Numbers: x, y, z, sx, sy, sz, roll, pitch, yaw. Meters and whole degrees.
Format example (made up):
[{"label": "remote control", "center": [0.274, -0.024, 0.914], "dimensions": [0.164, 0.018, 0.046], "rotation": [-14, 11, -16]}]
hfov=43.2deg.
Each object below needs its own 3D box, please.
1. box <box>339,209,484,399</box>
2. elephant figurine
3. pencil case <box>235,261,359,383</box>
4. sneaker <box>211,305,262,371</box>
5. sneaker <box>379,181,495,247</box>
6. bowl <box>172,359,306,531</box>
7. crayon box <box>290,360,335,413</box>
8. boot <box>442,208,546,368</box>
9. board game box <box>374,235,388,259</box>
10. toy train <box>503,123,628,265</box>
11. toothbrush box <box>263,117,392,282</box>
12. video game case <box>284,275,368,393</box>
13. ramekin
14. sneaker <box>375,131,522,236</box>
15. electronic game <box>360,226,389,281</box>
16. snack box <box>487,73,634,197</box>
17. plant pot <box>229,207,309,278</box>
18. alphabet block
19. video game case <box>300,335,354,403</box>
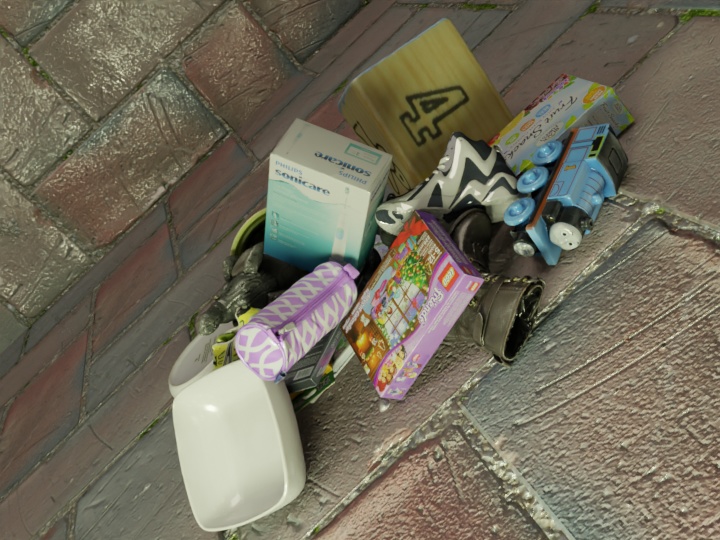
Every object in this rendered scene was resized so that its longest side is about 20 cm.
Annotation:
[{"label": "box", "center": [0.060, 0.043, 1.157], "dimensions": [0.201, 0.039, 0.137], "rotation": [-58, 42, 23]}, {"label": "elephant figurine", "center": [-0.158, 0.031, 1.395], "dimensions": [0.200, 0.140, 0.157], "rotation": [-166, 90, -87]}, {"label": "pencil case", "center": [-0.080, 0.061, 1.178], "dimensions": [0.200, 0.084, 0.086], "rotation": [-43, -10, -50]}, {"label": "sneaker", "center": [-0.186, 0.132, 1.321], "dimensions": [0.201, 0.076, 0.076], "rotation": [-55, 9, 18]}, {"label": "sneaker", "center": [0.121, -0.088, 1.305], "dimensions": [0.198, 0.080, 0.075], "rotation": [-15, 25, -22]}, {"label": "bowl", "center": [-0.152, 0.230, 1.207], "dimensions": [0.199, 0.074, 0.202], "rotation": [-28, 69, 37]}, {"label": "crayon box", "center": [-0.106, 0.138, 1.369], "dimensions": [0.125, 0.052, 0.200], "rotation": [-39, 23, 11]}, {"label": "boot", "center": [0.166, 0.017, 1.123], "dimensions": [0.174, 0.069, 0.202], "rotation": [1, 72, 59]}, {"label": "board game box", "center": [0.071, -0.061, 1.480], "dimensions": [0.199, 0.026, 0.200], "rotation": [-36, 21, 8]}, {"label": "toy train", "center": [0.262, -0.099, 1.164], "dimensions": [0.114, 0.087, 0.201], "rotation": [-5, 45, 45]}, {"label": "toothbrush box", "center": [-0.049, -0.089, 1.258], "dimensions": [0.201, 0.145, 0.086], "rotation": [99, -164, -50]}, {"label": "video game case", "center": [-0.076, 0.098, 1.295], "dimensions": [0.142, 0.019, 0.201], "rotation": [-22, 29, 41]}, {"label": "ramekin", "center": [-0.236, 0.165, 1.536], "dimensions": [0.202, 0.094, 0.203], "rotation": [-37, 22, 18]}, {"label": "sneaker", "center": [0.114, -0.124, 1.243], "dimensions": [0.197, 0.080, 0.131], "rotation": [-14, 58, 11]}, {"label": "electronic game", "center": [0.000, 0.000, 1.382], "dimensions": [0.199, 0.041, 0.202], "rotation": [-25, 51, 34]}, {"label": "snack box", "center": [0.273, -0.188, 1.329], "dimensions": [0.200, 0.068, 0.169], "rotation": [-43, 22, 5]}, {"label": "plant pot", "center": [-0.132, -0.018, 1.596], "dimensions": [0.200, 0.200, 0.184], "rotation": [-44, 10, -3]}, {"label": "alphabet block", "center": [0.101, -0.255, 1.480], "dimensions": [0.196, 0.201, 0.195], "rotation": [-35, 4, -6]}, {"label": "video game case", "center": [-0.041, 0.109, 1.401], "dimensions": [0.200, 0.018, 0.143], "rotation": [-49, 22, -14]}]
